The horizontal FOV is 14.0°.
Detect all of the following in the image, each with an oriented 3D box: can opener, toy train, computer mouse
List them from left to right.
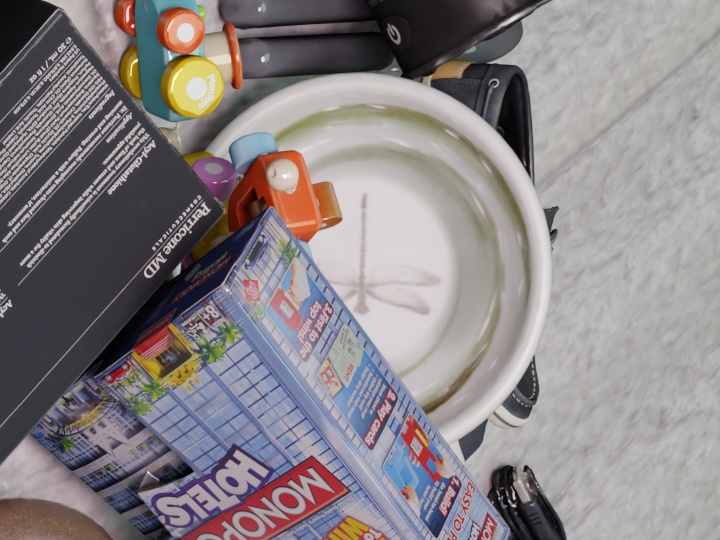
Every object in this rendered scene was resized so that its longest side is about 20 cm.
[{"bbox_3d":[-0.058,-0.072,1.414,0.055,0.150,0.201,-10,66,-24],"label":"toy train"},{"bbox_3d":[0.011,-0.132,1.586,0.199,0.067,0.054,-9,98,-51],"label":"can opener"},{"bbox_3d":[0.081,0.221,1.699,0.200,0.052,0.139,-51,129,-36],"label":"computer mouse"}]

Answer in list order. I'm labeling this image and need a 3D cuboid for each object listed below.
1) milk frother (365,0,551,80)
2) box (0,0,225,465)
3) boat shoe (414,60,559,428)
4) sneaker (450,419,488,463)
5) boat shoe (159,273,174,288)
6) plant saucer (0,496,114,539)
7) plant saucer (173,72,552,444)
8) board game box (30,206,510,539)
[{"bbox_3d":[0.071,-0.231,1.520,0.200,0.180,0.189,-34,97,-40],"label":"milk frother"},{"bbox_3d":[-0.178,-0.007,1.305,0.200,0.079,0.141,-48,127,-13],"label":"box"},{"bbox_3d":[0.073,-0.016,1.568,0.075,0.062,0.201,-1,83,-65],"label":"boat shoe"},{"bbox_3d":[0.024,0.035,1.608,0.129,0.079,0.201,2,78,-63],"label":"sneaker"},{"bbox_3d":[-0.115,0.013,1.440,0.073,0.062,0.201,-46,125,-38],"label":"boat shoe"},{"bbox_3d":[-0.177,0.199,1.336,0.199,0.032,0.201,-21,128,-30],"label":"plant saucer"},{"bbox_3d":[0.000,0.000,1.514,0.050,0.199,0.202,3,89,-85],"label":"plant saucer"},{"bbox_3d":[-0.039,0.096,1.375,0.200,0.200,0.062,43,44,-13],"label":"board game box"}]
